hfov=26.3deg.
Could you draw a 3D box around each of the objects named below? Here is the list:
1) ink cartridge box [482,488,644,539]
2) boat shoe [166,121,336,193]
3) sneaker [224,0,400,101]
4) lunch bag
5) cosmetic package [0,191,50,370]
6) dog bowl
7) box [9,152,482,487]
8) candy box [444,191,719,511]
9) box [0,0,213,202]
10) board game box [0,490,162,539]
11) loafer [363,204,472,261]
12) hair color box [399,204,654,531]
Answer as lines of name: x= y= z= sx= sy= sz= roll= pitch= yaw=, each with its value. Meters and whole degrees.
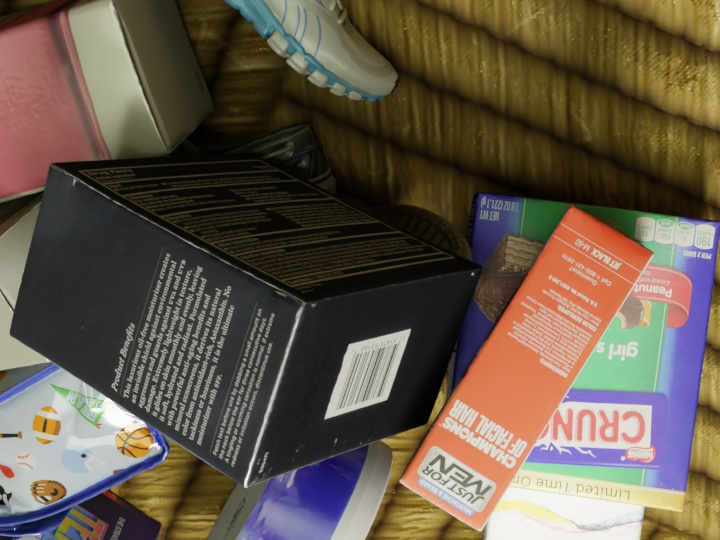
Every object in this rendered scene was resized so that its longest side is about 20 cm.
ink cartridge box: x=0.155 y=0.159 z=1.163 sx=0.116 sy=0.068 sz=0.200 roll=5 pitch=115 yaw=5
boat shoe: x=-0.119 y=-0.062 z=1.098 sx=0.200 sy=0.072 sz=0.071 roll=-13 pitch=106 yaw=1
sneaker: x=-0.042 y=-0.194 z=1.017 sx=0.200 sy=0.075 sz=0.087 roll=40 pitch=108 yaw=-12
lunch bag: x=-0.221 y=0.100 z=1.127 sx=0.200 sy=0.170 sz=0.124 roll=-27 pitch=107 yaw=17
cosmetic package: x=-0.259 y=0.011 z=1.077 sx=0.200 sy=0.103 sz=0.087 roll=-12 pitch=117 yaw=45
dog bowl: x=-0.059 y=0.197 z=1.135 sx=0.079 sy=0.200 sz=0.200 roll=31 pitch=115 yaw=-6
box: x=-0.068 y=0.019 z=0.948 sx=0.198 sy=0.200 sz=0.123 roll=29 pitch=110 yaw=28
candy box: x=0.148 y=0.054 z=1.070 sx=0.169 sy=0.077 sz=0.200 roll=7 pitch=93 yaw=4
box: x=-0.219 y=-0.118 z=1.039 sx=0.200 sy=0.128 sz=0.109 roll=-15 pitch=107 yaw=13
board game box: x=-0.250 y=0.222 z=1.171 sx=0.165 sy=0.200 sz=0.057 roll=34 pitch=113 yaw=-10
loafer: x=0.000 y=0.000 z=1.083 sx=0.200 sy=0.076 sz=0.068 roll=7 pitch=142 yaw=40
hair color box: x=0.106 y=0.059 z=0.981 sx=0.064 sy=0.111 sz=0.200 roll=31 pitch=93 yaw=6
